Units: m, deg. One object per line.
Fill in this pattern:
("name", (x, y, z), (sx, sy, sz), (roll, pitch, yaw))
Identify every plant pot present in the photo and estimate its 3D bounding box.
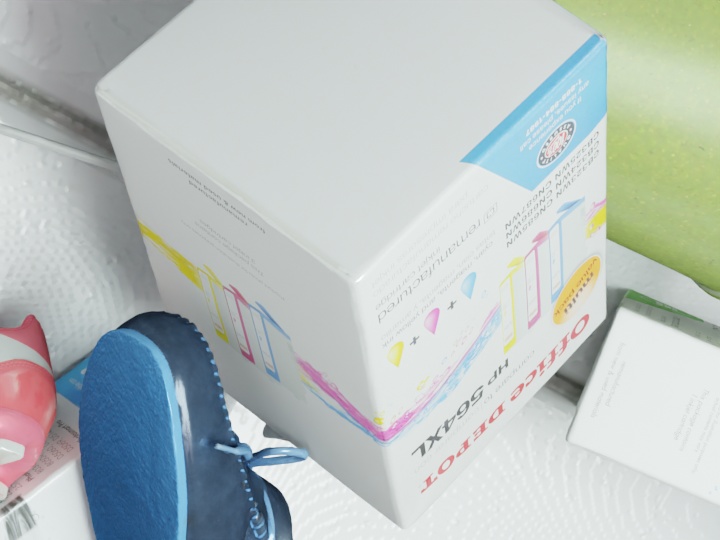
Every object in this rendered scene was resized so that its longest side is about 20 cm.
("plant pot", (0.131, -0.081, 0.880), (0.189, 0.200, 0.201), (14, 101, -21))

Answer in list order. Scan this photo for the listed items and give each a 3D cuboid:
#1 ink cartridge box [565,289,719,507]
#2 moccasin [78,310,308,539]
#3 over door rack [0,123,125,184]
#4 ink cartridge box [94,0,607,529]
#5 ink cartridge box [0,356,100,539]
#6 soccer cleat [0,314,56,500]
("ink cartridge box", (0.198, 0.078, 0.945), (0.199, 0.117, 0.068), (23, 97, 7))
("moccasin", (-0.063, 0.097, 0.819), (0.068, 0.080, 0.201), (-24, 130, -30))
("over door rack", (-0.133, -0.104, 0.731), (0.199, 0.067, 0.148), (12, 123, -13))
("ink cartridge box", (0.007, -0.014, 0.776), (0.129, 0.125, 0.200), (-44, 152, -20))
("ink cartridge box", (-0.138, 0.134, 0.858), (0.200, 0.067, 0.116), (-37, 122, -18))
("soccer cleat", (-0.213, 0.033, 0.798), (0.199, 0.077, 0.067), (14, 136, -17))
